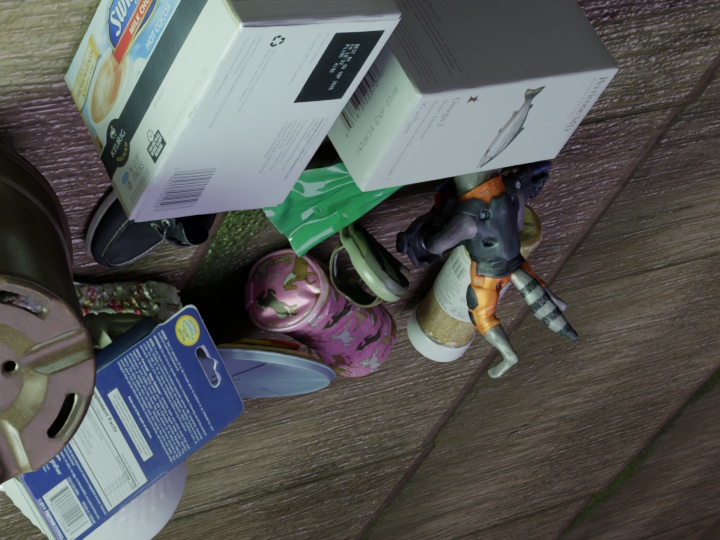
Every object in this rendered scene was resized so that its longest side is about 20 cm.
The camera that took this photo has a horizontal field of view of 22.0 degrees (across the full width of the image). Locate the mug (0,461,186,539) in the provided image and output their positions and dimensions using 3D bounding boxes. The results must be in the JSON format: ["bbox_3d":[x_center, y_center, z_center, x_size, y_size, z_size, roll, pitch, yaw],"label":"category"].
[{"bbox_3d":[-0.276,0.153,1.630,0.199,0.148,0.176,-8,146,17],"label":"mug"}]

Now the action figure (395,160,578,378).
[{"bbox_3d":[0.140,-0.031,1.692,0.200,0.194,0.104,-37,-157,-32],"label":"action figure"}]

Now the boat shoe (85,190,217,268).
[{"bbox_3d":[-0.136,-0.053,1.455,0.199,0.066,0.074,-38,155,19],"label":"boat shoe"}]

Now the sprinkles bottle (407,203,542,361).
[{"bbox_3d":[0.112,0.011,1.844,0.068,0.068,0.200,-13,151,-32],"label":"sprinkles bottle"}]

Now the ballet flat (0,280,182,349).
[{"bbox_3d":[-0.226,0.046,1.553,0.199,0.064,0.076,-7,145,-39],"label":"ballet flat"}]

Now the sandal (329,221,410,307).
[{"bbox_3d":[-0.001,-0.001,1.625,0.057,0.080,0.201,-47,-177,4],"label":"sandal"}]

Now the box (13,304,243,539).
[{"bbox_3d":[-0.198,0.126,1.539,0.200,0.032,0.122,-36,121,-22],"label":"box"}]

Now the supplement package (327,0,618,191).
[{"bbox_3d":[0.075,-0.152,1.433,0.199,0.118,0.117,-12,150,-34],"label":"supplement package"}]

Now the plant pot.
[{"bbox_3d":[-0.267,0.032,1.225,0.199,0.198,0.202,-9,115,-19],"label":"plant pot"}]

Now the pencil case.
[{"bbox_3d":[-0.037,0.041,1.727,0.087,0.083,0.200,-46,154,3],"label":"pencil case"}]

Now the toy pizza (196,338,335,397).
[{"bbox_3d":[-0.122,0.084,1.700,0.199,0.032,0.200,1,166,0],"label":"toy pizza"}]

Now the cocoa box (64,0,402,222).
[{"bbox_3d":[-0.091,-0.148,1.242,0.133,0.132,0.200,-9,149,-37],"label":"cocoa box"}]

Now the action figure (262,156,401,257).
[{"bbox_3d":[0.014,-0.091,1.560,0.199,0.055,0.118,-28,154,6],"label":"action figure"}]
